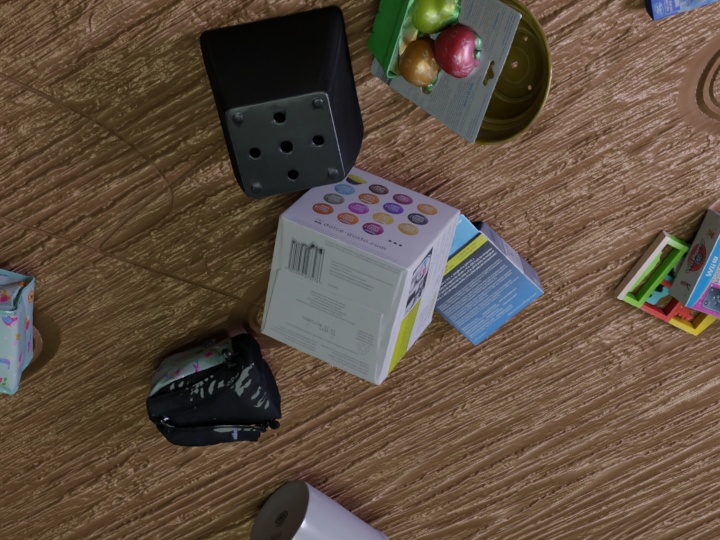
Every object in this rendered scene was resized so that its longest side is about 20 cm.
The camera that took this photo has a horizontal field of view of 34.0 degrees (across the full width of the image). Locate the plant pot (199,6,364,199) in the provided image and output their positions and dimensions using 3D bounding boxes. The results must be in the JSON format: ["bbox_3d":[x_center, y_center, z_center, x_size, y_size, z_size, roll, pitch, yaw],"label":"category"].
[{"bbox_3d":[-0.101,-0.206,1.572,0.197,0.178,0.202,-10,126,3],"label":"plant pot"}]

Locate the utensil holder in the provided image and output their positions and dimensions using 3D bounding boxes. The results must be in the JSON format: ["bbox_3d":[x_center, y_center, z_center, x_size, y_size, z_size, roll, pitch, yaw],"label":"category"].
[{"bbox_3d":[-0.072,0.483,2.059,0.170,0.171,0.200,-40,116,21],"label":"utensil holder"}]

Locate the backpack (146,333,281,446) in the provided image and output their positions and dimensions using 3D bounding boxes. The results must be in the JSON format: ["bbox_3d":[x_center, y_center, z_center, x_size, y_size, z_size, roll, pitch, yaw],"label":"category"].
[{"bbox_3d":[-0.238,0.192,1.866,0.198,0.127,0.168,-18,113,9],"label":"backpack"}]

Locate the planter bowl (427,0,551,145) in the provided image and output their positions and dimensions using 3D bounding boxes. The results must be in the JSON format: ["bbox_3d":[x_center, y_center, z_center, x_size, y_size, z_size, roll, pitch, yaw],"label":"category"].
[{"bbox_3d":[0.188,-0.274,1.581,0.083,0.200,0.202,-19,142,-49],"label":"planter bowl"}]

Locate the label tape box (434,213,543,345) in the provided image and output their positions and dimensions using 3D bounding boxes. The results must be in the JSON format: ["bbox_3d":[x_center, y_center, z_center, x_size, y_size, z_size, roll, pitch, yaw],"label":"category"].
[{"bbox_3d":[0.163,0.002,1.808,0.143,0.066,0.200,-39,116,20],"label":"label tape box"}]

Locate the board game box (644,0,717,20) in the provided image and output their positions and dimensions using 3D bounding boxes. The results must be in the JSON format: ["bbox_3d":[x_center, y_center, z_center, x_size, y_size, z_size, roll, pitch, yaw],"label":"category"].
[{"bbox_3d":[0.457,-0.450,1.532,0.197,0.044,0.202,-17,124,5],"label":"board game box"}]

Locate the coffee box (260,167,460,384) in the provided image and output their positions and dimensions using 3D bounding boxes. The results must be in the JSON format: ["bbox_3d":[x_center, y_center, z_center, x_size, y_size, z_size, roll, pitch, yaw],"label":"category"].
[{"bbox_3d":[0.000,0.000,1.671,0.198,0.198,0.202,23,125,16],"label":"coffee box"}]

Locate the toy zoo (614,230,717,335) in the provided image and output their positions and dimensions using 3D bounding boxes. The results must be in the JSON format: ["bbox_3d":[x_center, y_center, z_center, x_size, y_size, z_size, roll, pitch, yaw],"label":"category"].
[{"bbox_3d":[0.522,0.028,1.882,0.198,0.021,0.132,24,119,-20],"label":"toy zoo"}]

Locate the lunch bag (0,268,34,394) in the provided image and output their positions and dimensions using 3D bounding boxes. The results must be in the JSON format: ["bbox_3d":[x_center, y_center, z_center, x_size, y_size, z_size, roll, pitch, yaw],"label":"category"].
[{"bbox_3d":[-0.597,0.078,1.761,0.197,0.123,0.172,12,126,-3],"label":"lunch bag"}]

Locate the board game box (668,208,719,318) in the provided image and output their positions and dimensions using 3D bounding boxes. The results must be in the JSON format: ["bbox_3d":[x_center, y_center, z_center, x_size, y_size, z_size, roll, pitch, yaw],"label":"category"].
[{"bbox_3d":[0.600,0.008,1.829,0.198,0.064,0.149,18,106,-18],"label":"board game box"}]

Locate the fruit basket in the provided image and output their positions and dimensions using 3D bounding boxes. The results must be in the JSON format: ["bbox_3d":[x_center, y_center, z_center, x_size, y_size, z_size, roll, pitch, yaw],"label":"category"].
[{"bbox_3d":[0.109,-0.294,1.529,0.199,0.093,0.187,35,126,25],"label":"fruit basket"}]
